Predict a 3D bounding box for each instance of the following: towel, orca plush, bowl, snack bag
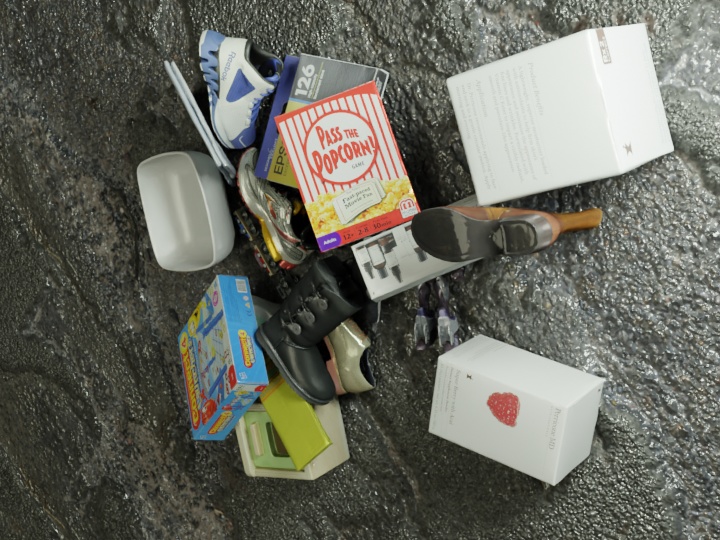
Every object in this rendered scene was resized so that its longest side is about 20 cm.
[{"bbox_3d":[-0.116,0.208,1.586,0.086,0.018,0.201,-45,64,31],"label":"towel"},{"bbox_3d":[0.000,0.000,1.507,0.071,0.106,0.201,9,141,6],"label":"orca plush"},{"bbox_3d":[-0.286,-0.104,1.703,0.199,0.074,0.201,-2,103,50],"label":"bowl"},{"bbox_3d":[-0.247,-0.226,1.608,0.021,0.200,0.189,-28,84,-3],"label":"snack bag"}]

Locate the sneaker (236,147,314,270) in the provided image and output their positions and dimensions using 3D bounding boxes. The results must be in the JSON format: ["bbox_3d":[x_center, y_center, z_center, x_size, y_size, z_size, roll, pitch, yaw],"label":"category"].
[{"bbox_3d":[-0.127,-0.107,1.604,0.082,0.078,0.201,-27,91,28],"label":"sneaker"}]

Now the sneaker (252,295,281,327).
[{"bbox_3d":[-0.144,0.119,1.672,0.200,0.073,0.119,18,107,43],"label":"sneaker"}]

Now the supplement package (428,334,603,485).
[{"bbox_3d":[0.212,0.187,1.388,0.199,0.120,0.122,18,113,32],"label":"supplement package"}]

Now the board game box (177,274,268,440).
[{"bbox_3d":[-0.228,0.144,1.646,0.196,0.056,0.201,-51,44,43],"label":"board game box"}]

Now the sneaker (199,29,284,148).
[{"bbox_3d":[-0.172,-0.275,1.548,0.114,0.081,0.200,3,134,14],"label":"sneaker"}]

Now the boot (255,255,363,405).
[{"bbox_3d":[-0.053,0.094,1.513,0.165,0.066,0.200,47,126,2],"label":"boot"}]

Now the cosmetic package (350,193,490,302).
[{"bbox_3d":[0.095,-0.032,1.391,0.199,0.051,0.083,-23,82,6],"label":"cosmetic package"}]

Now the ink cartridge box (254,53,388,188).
[{"bbox_3d":[-0.071,-0.218,1.500,0.199,0.047,0.199,17,93,31],"label":"ink cartridge box"}]

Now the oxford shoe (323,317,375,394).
[{"bbox_3d":[-0.019,0.096,1.584,0.073,0.071,0.201,-5,107,24],"label":"oxford shoe"}]

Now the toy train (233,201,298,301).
[{"bbox_3d":[-0.152,-0.024,1.666,0.201,0.034,0.046,60,141,7],"label":"toy train"}]

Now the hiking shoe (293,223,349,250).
[{"bbox_3d":[-0.009,-0.080,1.502,0.200,0.087,0.075,-38,79,38],"label":"hiking shoe"}]

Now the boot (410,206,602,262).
[{"bbox_3d":[0.186,-0.064,1.284,0.187,0.200,0.069,-5,98,34],"label":"boot"}]

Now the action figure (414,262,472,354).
[{"bbox_3d":[0.103,0.016,1.453,0.129,0.069,0.201,-1,107,29],"label":"action figure"}]

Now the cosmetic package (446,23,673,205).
[{"bbox_3d":[0.243,-0.189,1.224,0.199,0.165,0.166,-10,97,39],"label":"cosmetic package"}]

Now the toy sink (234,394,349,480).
[{"bbox_3d":[-0.137,0.268,1.688,0.199,0.112,0.131,-4,100,39],"label":"toy sink"}]

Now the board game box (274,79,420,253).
[{"bbox_3d":[-0.017,-0.144,1.410,0.151,0.046,0.201,-20,89,4],"label":"board game box"}]
